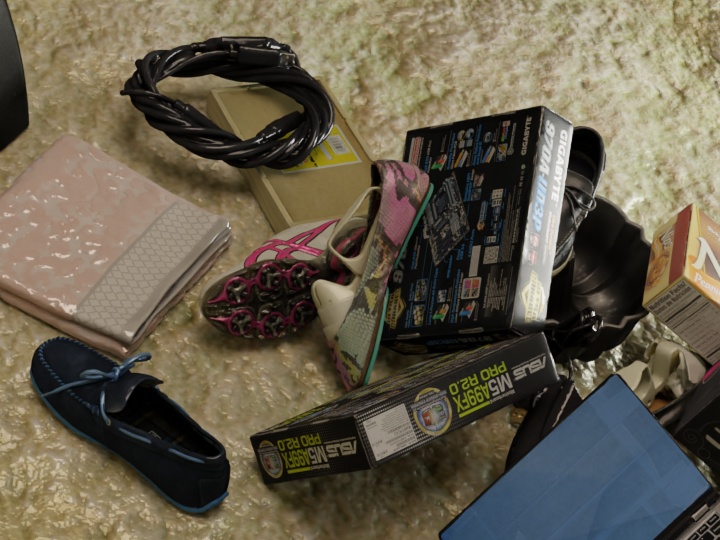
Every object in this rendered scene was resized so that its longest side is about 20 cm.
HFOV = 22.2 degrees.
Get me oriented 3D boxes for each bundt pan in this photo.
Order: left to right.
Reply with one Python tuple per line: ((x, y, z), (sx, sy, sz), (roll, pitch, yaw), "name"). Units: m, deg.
((0.168, 0.008, 1.662), (0.201, 0.076, 0.203), (10, 42, -9), "bundt pan")

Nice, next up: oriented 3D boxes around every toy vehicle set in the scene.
((-0.054, -0.107, 1.747), (0.124, 0.027, 0.200), (-9, 48, -26), "toy vehicle set")

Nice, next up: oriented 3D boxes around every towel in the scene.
((-0.233, -0.026, 1.598), (0.190, 0.032, 0.200), (26, 42, 10), "towel")

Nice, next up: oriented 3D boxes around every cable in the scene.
((-0.128, -0.155, 1.726), (0.199, 0.051, 0.164), (-2, 50, -23), "cable")

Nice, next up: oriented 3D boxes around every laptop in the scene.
((0.199, 0.217, 1.352), (0.187, 0.116, 0.200), (-42, 41, -5), "laptop")

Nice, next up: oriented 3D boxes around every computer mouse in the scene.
((0.139, 0.129, 1.506), (0.046, 0.140, 0.201), (15, 79, -14), "computer mouse")

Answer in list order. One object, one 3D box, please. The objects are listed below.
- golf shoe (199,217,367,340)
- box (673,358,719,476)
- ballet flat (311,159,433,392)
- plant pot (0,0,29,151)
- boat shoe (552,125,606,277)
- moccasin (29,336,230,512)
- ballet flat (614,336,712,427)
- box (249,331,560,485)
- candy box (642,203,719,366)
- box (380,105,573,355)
((-0.063, 0.005, 1.605), (0.199, 0.073, 0.092), (-19, 26, -34), "golf shoe")
((0.383, 0.142, 1.526), (0.200, 0.122, 0.106), (40, 44, 0), "box")
((0.000, 0.000, 1.557), (0.071, 0.069, 0.201), (20, 85, -13), "ballet flat")
((-0.416, -0.190, 1.603), (0.199, 0.178, 0.200), (26, 44, 11), "plant pot")
((0.171, -0.062, 1.636), (0.074, 0.062, 0.200), (26, 44, 8), "boat shoe")
((-0.175, 0.105, 1.450), (0.199, 0.068, 0.080), (32, 44, 16), "moccasin")
((0.256, 0.104, 1.590), (0.068, 0.069, 0.200), (25, 39, 34), "ballet flat")
((0.035, 0.109, 1.455), (0.199, 0.160, 0.045), (-21, 91, -35), "box")
((0.344, 0.045, 1.636), (0.200, 0.055, 0.116), (39, 35, -13), "candy box")
((0.095, -0.032, 1.565), (0.046, 0.158, 0.201), (25, 67, -41), "box")
